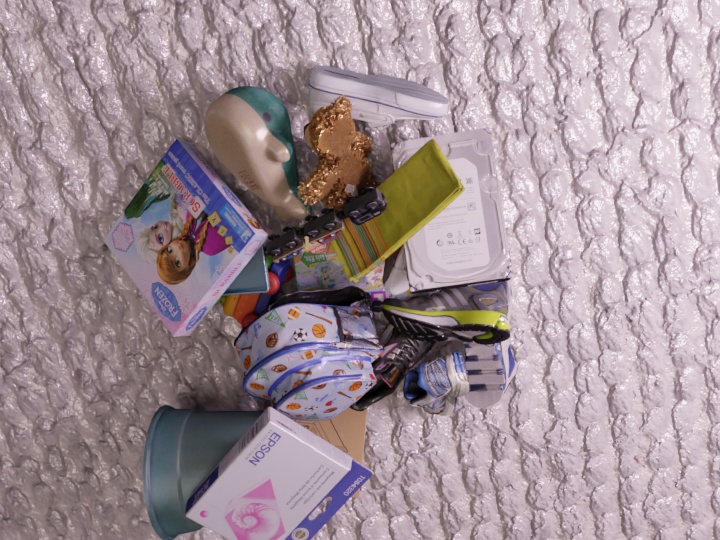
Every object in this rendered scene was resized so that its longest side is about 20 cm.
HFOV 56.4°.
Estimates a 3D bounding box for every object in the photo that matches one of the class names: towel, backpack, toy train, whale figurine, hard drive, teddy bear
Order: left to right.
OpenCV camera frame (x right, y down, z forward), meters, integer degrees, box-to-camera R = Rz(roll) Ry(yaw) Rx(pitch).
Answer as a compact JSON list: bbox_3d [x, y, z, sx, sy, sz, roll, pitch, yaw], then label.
[{"bbox_3d":[-0.191,0.057,1.034,0.114,0.085,0.203,26,108,5],"label":"toy train"},{"bbox_3d":[-0.127,-0.164,0.941,0.104,0.158,0.201,-44,110,-27],"label":"whale figurine"},{"bbox_3d":[-0.080,0.127,0.964,0.188,0.156,0.200,14,133,-32],"label":"backpack"},{"bbox_3d":[-0.049,-0.058,0.901,0.198,0.046,0.035,-23,62,27],"label":"toy train"},{"bbox_3d":[-0.031,-0.140,0.925,0.066,0.200,0.146,30,81,35],"label":"teddy bear"},{"bbox_3d":[0.040,-0.076,0.877,0.199,0.018,0.087,-40,68,24],"label":"towel"},{"bbox_3d":[0.119,-0.079,0.890,0.137,0.038,0.204,-7,81,4],"label":"hard drive"}]

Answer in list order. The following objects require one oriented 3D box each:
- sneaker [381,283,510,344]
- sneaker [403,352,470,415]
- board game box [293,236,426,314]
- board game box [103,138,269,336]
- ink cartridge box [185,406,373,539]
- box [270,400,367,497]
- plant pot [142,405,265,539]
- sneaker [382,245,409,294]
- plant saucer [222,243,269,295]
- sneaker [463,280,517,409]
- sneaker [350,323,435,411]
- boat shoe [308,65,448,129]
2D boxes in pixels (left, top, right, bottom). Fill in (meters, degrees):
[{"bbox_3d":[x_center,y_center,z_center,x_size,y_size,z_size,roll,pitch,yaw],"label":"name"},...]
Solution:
[{"bbox_3d":[0.125,0.056,0.982,0.196,0.082,0.074,4,148,22],"label":"sneaker"},{"bbox_3d":[0.101,0.171,1.010,0.084,0.201,0.078,-6,65,-7],"label":"sneaker"},{"bbox_3d":[0.000,0.000,1.027,0.196,0.034,0.137,-5,108,4],"label":"board game box"},{"bbox_3d":[-0.257,-0.047,0.973,0.200,0.041,0.200,47,106,19],"label":"board game box"},{"bbox_3d":[-0.111,0.316,0.950,0.199,0.043,0.197,36,104,-19],"label":"ink cartridge box"},{"bbox_3d":[-0.073,0.283,1.127,0.160,0.021,0.204,5,109,1],"label":"box"},{"bbox_3d":[-0.208,0.305,1.048,0.192,0.201,0.204,-6,108,4],"label":"plant pot"},{"bbox_3d":[0.060,-0.067,0.963,0.081,0.077,0.203,14,84,32],"label":"sneaker"},{"bbox_3d":[-0.219,0.003,0.991,0.197,0.019,0.071,-5,95,24],"label":"plant saucer"},{"bbox_3d":[0.196,0.111,1.032,0.079,0.115,0.203,0,77,20],"label":"sneaker"},{"bbox_3d":[0.052,0.147,1.035,0.080,0.086,0.200,41,93,-13],"label":"sneaker"},{"bbox_3d":[0.023,-0.233,0.941,0.197,0.074,0.068,16,123,7],"label":"boat shoe"}]
